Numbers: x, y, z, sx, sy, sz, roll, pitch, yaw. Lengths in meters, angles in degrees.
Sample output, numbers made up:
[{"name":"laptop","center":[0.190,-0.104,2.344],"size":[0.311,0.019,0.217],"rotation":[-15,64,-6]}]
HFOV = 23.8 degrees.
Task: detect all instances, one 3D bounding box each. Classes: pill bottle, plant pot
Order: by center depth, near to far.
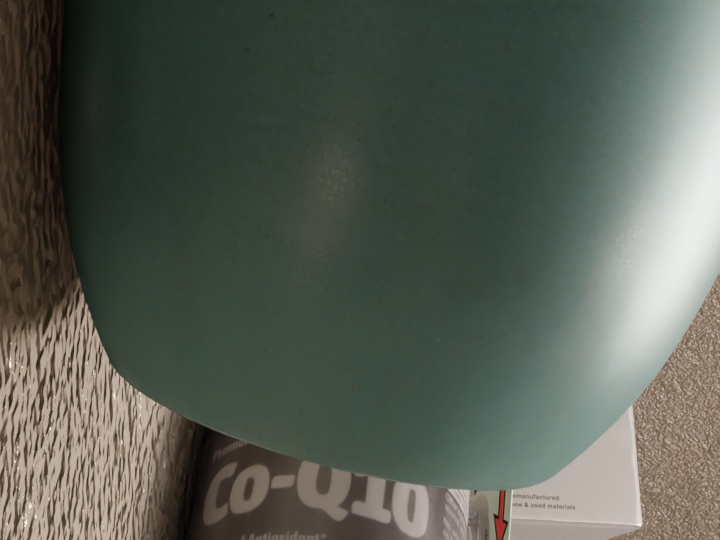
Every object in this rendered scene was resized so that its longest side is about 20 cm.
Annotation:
[{"name":"plant pot","center":[0.011,-0.039,0.444],"size":[0.201,0.198,0.163],"rotation":[-53,158,-82]},{"name":"pill bottle","center":[-0.012,0.098,0.688],"size":[0.114,0.112,0.201],"rotation":[89,6,-48]}]

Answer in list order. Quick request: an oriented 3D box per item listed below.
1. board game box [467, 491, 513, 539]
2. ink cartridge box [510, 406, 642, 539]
[{"name":"board game box","center":[0.013,0.060,0.846],"size":[0.029,0.133,0.203],"rotation":[-60,154,-80]},{"name":"ink cartridge box","center":[0.074,0.072,1.075],"size":[0.147,0.143,0.202],"rotation":[137,-45,-62]}]
